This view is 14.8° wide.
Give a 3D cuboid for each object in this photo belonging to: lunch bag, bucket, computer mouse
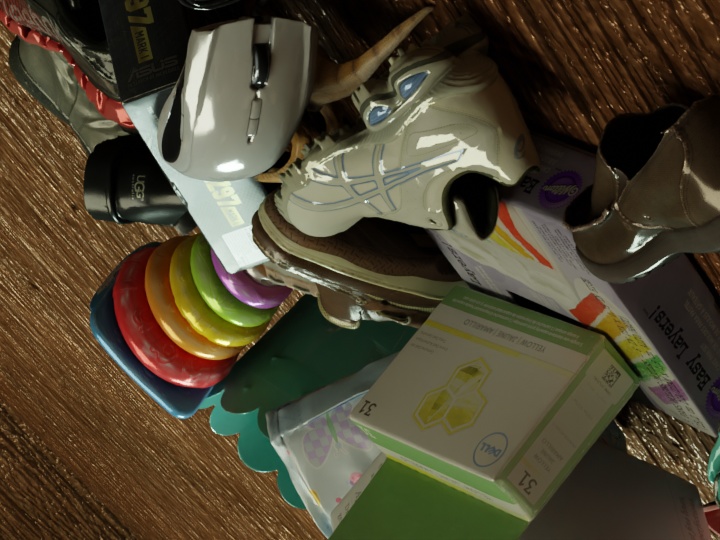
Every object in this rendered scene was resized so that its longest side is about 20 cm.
[{"bbox_3d":[0.061,0.114,1.758,0.200,0.169,0.127,46,-155,-39],"label":"lunch bag"},{"bbox_3d":[-0.001,0.109,2.022,0.207,0.135,0.207,39,167,10],"label":"bucket"},{"bbox_3d":[-0.053,-0.099,1.418,0.200,0.109,0.044,110,148,-52],"label":"computer mouse"}]

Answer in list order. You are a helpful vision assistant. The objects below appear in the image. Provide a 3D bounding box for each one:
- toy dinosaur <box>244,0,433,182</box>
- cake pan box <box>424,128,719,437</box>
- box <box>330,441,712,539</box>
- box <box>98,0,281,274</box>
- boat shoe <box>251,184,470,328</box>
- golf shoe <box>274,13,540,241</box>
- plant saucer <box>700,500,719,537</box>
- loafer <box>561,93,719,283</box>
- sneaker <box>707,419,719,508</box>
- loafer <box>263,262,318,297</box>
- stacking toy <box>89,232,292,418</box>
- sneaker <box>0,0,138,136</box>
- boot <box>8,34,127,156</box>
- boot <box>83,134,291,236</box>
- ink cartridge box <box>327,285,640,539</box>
[{"bbox_3d":[-0.029,-0.102,1.500,0.200,0.060,0.106,28,126,59],"label":"toy dinosaur"},{"bbox_3d":[0.111,-0.005,1.522,0.184,0.052,0.200,29,163,48],"label":"cake pan box"},{"bbox_3d":[0.104,0.199,1.624,0.200,0.131,0.199,24,-149,-24],"label":"box"},{"bbox_3d":[-0.097,-0.113,1.569,0.200,0.051,0.158,63,-171,-58],"label":"box"},{"bbox_3d":[0.003,0.004,1.603,0.202,0.075,0.075,13,-146,-48],"label":"boat shoe"},{"bbox_3d":[0.023,-0.045,1.434,0.097,0.078,0.200,54,150,4],"label":"golf shoe"},{"bbox_3d":[0.307,0.186,1.638,0.200,0.037,0.200,41,167,-1],"label":"plant saucer"},{"bbox_3d":[0.142,-0.047,1.279,0.071,0.073,0.200,52,161,-6],"label":"loafer"},{"bbox_3d":[0.213,0.095,1.446,0.078,0.091,0.200,33,160,24],"label":"sneaker"},{"bbox_3d":[-0.009,-0.007,1.773,0.200,0.072,0.063,23,137,54],"label":"loafer"},{"bbox_3d":[-0.086,0.005,1.920,0.110,0.116,0.200,47,132,-11],"label":"stacking toy"},{"bbox_3d":[-0.177,-0.171,1.737,0.200,0.071,0.098,42,155,35],"label":"sneaker"},{"bbox_3d":[-0.154,-0.108,1.898,0.200,0.068,0.131,41,162,-11],"label":"boot"},{"bbox_3d":[-0.064,-0.057,1.748,0.162,0.073,0.198,8,-166,21],"label":"boot"},{"bbox_3d":[0.044,0.109,1.533,0.048,0.200,0.145,48,164,-32],"label":"ink cartridge box"}]
